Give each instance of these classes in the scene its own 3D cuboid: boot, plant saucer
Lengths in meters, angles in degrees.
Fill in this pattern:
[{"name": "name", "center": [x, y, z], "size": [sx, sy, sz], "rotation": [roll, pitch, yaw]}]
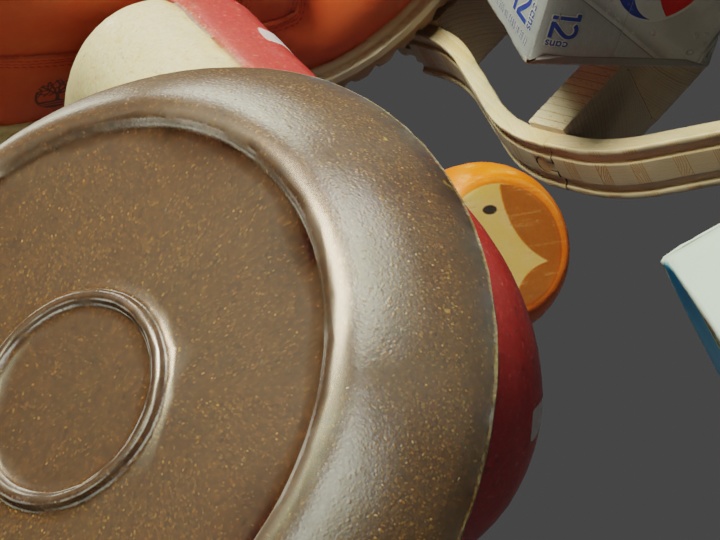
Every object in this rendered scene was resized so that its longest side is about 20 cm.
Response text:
[{"name": "boot", "center": [-0.048, -0.101, 0.889], "size": [0.200, 0.107, 0.075], "rotation": [-21, 62, -21]}, {"name": "plant saucer", "center": [-0.062, 0.035, 0.682], "size": [0.200, 0.032, 0.201], "rotation": [-16, 58, 27]}]

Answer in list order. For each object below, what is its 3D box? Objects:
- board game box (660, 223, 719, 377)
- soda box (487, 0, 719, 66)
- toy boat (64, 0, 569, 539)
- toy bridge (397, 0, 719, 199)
[{"name": "board game box", "center": [0.146, 0.083, 0.565], "size": [0.064, 0.148, 0.200], "rotation": [-30, 35, 3]}, {"name": "soda box", "center": [0.054, -0.145, 0.892], "size": [0.063, 0.068, 0.200], "rotation": [0, 36, -22]}, {"name": "toy boat", "center": [0.000, 0.000, 0.816], "size": [0.130, 0.131, 0.200], "rotation": [-8, 29, -22]}, {"name": "toy bridge", "center": [0.078, -0.055, 0.885], "size": [0.200, 0.027, 0.067], "rotation": [17, 57, 47]}]
